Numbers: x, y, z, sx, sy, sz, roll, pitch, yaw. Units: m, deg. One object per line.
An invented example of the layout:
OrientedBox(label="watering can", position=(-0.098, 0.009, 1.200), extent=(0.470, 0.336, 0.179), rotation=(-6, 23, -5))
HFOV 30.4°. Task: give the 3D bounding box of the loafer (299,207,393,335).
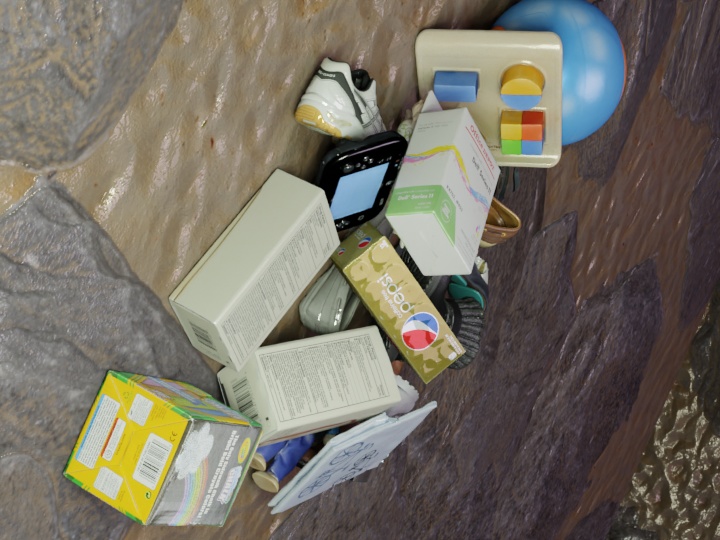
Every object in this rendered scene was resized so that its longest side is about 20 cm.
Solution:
OrientedBox(label="loafer", position=(0.000, 0.000, 1.680), extent=(0.201, 0.069, 0.070), rotation=(-57, 152, -15))

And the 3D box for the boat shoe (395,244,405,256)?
OrientedBox(label="boat shoe", position=(0.093, -0.016, 1.844), extent=(0.200, 0.070, 0.091), rotation=(-46, 148, -20))

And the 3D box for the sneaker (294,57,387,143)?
OrientedBox(label="sneaker", position=(0.001, -0.183, 1.525), extent=(0.200, 0.075, 0.089), rotation=(24, 87, -66))

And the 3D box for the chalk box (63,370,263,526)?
OrientedBox(label="chalk box", position=(-0.198, 0.195, 1.432), extent=(0.126, 0.123, 0.200), rotation=(-66, 154, 0))

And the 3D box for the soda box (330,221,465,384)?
OrientedBox(label="soda box", position=(0.045, 0.040, 1.625), extent=(0.067, 0.064, 0.201), rotation=(-38, 117, -3))

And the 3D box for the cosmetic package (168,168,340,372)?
OrientedBox(label="cosmetic package", position=(-0.114, -0.001, 1.471), extent=(0.201, 0.072, 0.104), rotation=(-52, 150, -24))

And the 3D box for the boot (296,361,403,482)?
OrientedBox(label="boot", position=(-0.010, 0.190, 1.829), extent=(0.187, 0.068, 0.203), rotation=(16, 92, -51))

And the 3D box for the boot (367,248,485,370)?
OrientedBox(label="boot", position=(0.109, 0.044, 1.760), extent=(0.156, 0.080, 0.212), rotation=(5, 131, -32))

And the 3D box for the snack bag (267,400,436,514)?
OrientedBox(label="snack bag", position=(-0.007, 0.234, 1.700), extent=(0.198, 0.022, 0.189), rotation=(-18, 157, -41))

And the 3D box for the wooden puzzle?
OrientedBox(label="wooden puzzle", position=(0.163, -0.209, 1.680), extent=(0.202, 0.182, 0.047), rotation=(83, 16, -44))

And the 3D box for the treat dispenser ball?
OrientedBox(label="treat dispenser ball", position=(0.257, -0.269, 1.776), extent=(0.201, 0.199, 0.203), rotation=(-41, 145, -38))

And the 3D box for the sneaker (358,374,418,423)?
OrientedBox(label="sneaker", position=(0.016, 0.169, 1.771), extent=(0.200, 0.076, 0.081), rotation=(36, 74, -60))

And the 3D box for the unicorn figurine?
OrientedBox(label="unicorn figurine", position=(0.057, -0.116, 1.637), extent=(0.137, 0.073, 0.203), rotation=(-85, 176, -77))

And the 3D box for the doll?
OrientedBox(label="doll", position=(-0.075, 0.187, 1.721), extent=(0.200, 0.048, 0.137), rotation=(-48, 128, -32))

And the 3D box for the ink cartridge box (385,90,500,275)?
OrientedBox(label="ink cartridge box", position=(0.105, -0.108, 1.561), extent=(0.117, 0.067, 0.202), rotation=(54, 43, -42))

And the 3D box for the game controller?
OrientedBox(label="game controller", position=(-0.007, -0.096, 1.526), extent=(0.103, 0.043, 0.200), rotation=(-10, 158, -15))

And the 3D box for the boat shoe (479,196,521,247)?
OrientedBox(label="boat shoe", position=(0.134, -0.096, 1.762), extent=(0.199, 0.067, 0.073), rotation=(28, 66, -31))

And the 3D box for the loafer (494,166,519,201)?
OrientedBox(label="loafer", position=(0.186, -0.150, 1.896), extent=(0.063, 0.071, 0.200), rotation=(-52, 153, -11))

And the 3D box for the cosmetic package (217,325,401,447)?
OrientedBox(label="cosmetic package", position=(-0.060, 0.139, 1.582), extent=(0.198, 0.105, 0.087), rotation=(-7, 162, -42))

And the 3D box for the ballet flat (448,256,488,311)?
OrientedBox(label="ballet flat", position=(0.161, 0.002, 1.977), extent=(0.074, 0.072, 0.200), rotation=(-58, 150, -13))
